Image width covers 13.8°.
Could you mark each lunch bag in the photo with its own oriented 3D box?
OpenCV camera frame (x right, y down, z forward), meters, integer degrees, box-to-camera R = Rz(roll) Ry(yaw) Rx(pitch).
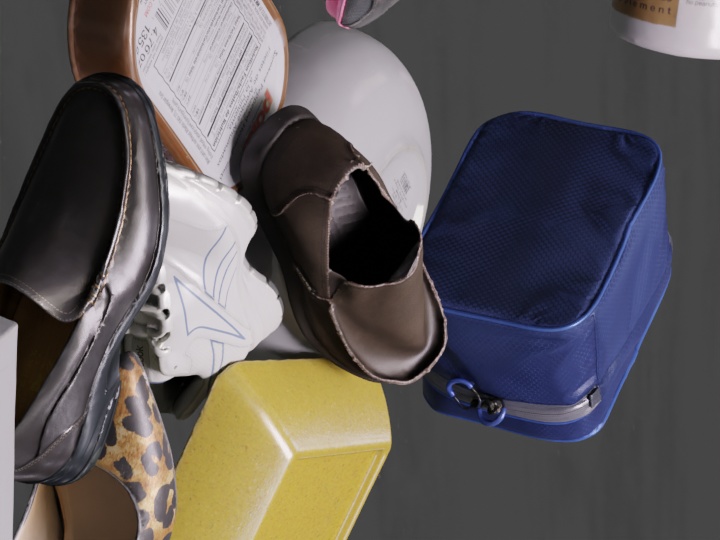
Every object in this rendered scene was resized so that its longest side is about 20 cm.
[{"bbox_3d":[0.115,0.015,1.887,0.200,0.135,0.133,-60,152,-32],"label":"lunch bag"}]

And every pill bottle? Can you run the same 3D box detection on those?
[{"bbox_3d":[0.239,-0.254,2.045,0.114,0.114,0.201,-24,125,-61],"label":"pill bottle"}]

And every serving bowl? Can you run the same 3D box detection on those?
[{"bbox_3d":[-0.009,-0.036,1.669,0.200,0.066,0.201,-45,142,-51],"label":"serving bowl"}]

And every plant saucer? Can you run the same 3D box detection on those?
[{"bbox_3d":[-0.056,0.147,1.629,0.201,0.048,0.200,-64,159,10],"label":"plant saucer"}]

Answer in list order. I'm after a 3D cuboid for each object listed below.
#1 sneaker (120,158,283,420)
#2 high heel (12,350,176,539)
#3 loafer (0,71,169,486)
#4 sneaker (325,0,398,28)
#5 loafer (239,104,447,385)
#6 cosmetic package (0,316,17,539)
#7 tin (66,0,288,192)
[{"bbox_3d":[-0.094,0.008,1.499,0.087,0.074,0.200,-60,152,-22],"label":"sneaker"},{"bbox_3d":[-0.149,0.146,1.441,0.143,0.071,0.201,-42,149,-62],"label":"high heel"},{"bbox_3d":[-0.141,0.006,1.390,0.072,0.073,0.201,-1,103,-61],"label":"loafer"},{"bbox_3d":[-0.039,-0.197,1.436,0.095,0.200,0.079,-42,-161,7],"label":"sneaker"},{"bbox_3d":[0.000,0.000,1.573,0.073,0.071,0.200,-48,137,-14],"label":"loafer"},{"bbox_3d":[-0.209,0.116,1.270,0.113,0.081,0.201,-41,144,-51],"label":"cosmetic package"},{"bbox_3d":[-0.088,-0.109,1.487,0.112,0.042,0.200,-64,154,-16],"label":"tin"}]
